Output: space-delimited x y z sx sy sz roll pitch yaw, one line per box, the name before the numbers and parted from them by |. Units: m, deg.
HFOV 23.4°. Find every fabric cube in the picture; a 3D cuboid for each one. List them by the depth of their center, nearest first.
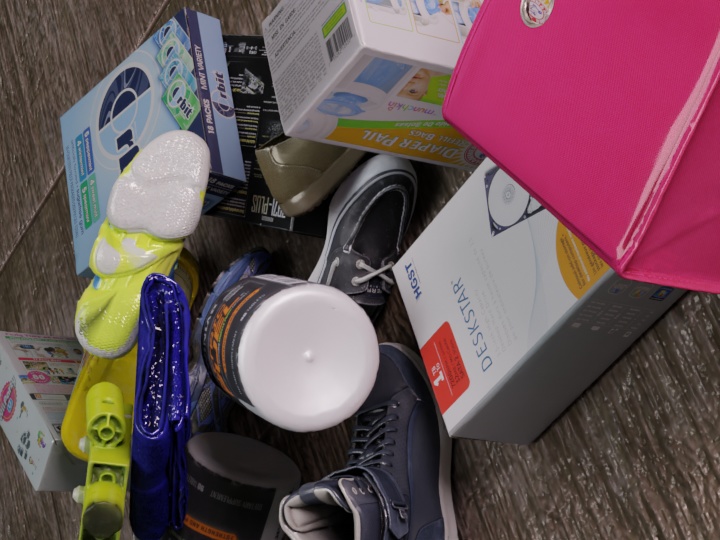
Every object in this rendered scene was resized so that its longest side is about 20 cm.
fabric cube | 0.203 -0.114 1.027 0.199 0.199 0.197 48 121 48

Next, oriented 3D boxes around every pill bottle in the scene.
pill bottle | -0.062 0.058 1.324 0.200 0.106 0.107 -172 91 -74
pill bottle | -0.127 0.251 1.510 0.106 0.106 0.201 36 113 52

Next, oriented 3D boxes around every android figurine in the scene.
android figurine | -0.208 0.180 1.389 0.200 0.041 0.183 -108 26 -67

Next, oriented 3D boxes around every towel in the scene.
towel | -0.158 0.115 1.398 0.200 0.049 0.148 103 168 -56

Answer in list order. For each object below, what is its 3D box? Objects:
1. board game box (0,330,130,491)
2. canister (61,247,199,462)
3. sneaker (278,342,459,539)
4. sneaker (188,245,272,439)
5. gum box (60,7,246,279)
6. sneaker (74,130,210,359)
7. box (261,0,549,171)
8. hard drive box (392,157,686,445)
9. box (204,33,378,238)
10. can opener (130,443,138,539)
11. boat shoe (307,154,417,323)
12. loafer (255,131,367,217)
board game box | -0.275 0.137 1.711 0.200 0.147 0.065 48 124 49
canister | -0.213 0.074 1.615 0.200 0.086 0.149 -90 24 -65
sneaker | 0.003 0.140 1.303 0.077 0.146 0.204 -27 62 34
sneaker | -0.117 0.075 1.569 0.075 0.078 0.201 -130 60 -86
gum box | -0.190 -0.109 1.556 0.200 0.044 0.171 -34 55 38
sneaker | -0.182 -0.023 1.463 0.201 0.075 0.105 -63 -1 1
box | 0.045 -0.152 1.262 0.112 0.199 0.102 -44 49 44
hard drive box | 0.123 0.003 1.226 0.200 0.076 0.157 -51 44 37
box | -0.063 -0.117 1.510 0.200 0.086 0.165 11 92 56
can opener | -0.177 0.213 1.577 0.067 0.053 0.201 -73 -11 -55
boat shoe | 0.000 0.000 1.408 0.201 0.071 0.068 -62 37 30
loafer | -0.005 -0.131 1.379 0.200 0.067 0.076 -49 18 -10
